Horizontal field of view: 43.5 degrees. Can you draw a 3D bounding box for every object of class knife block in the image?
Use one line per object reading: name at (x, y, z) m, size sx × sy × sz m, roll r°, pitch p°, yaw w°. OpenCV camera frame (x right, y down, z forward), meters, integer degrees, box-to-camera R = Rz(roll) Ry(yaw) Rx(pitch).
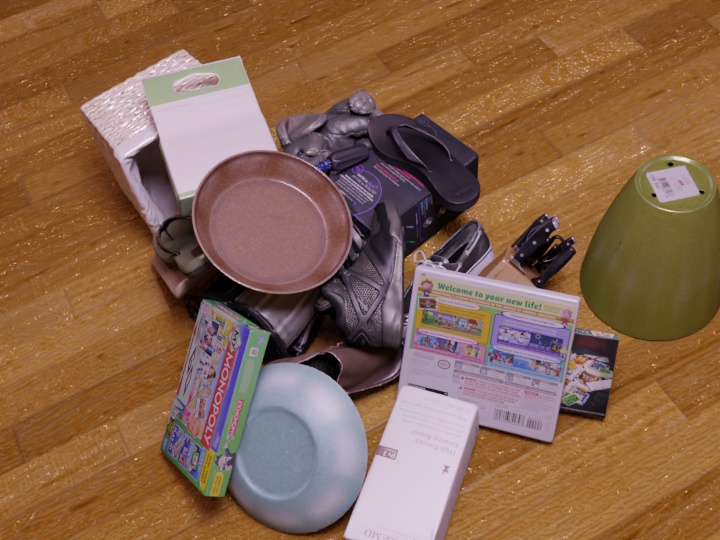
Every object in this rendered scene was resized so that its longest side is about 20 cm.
knife block at (0.184, 0.022, 1.127) m, size 0.064 × 0.176 × 0.200 m, roll 42°, pitch 66°, yaw 2°

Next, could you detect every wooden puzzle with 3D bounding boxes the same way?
wooden puzzle at (-0.201, -0.046, 1.250) m, size 0.185 × 0.037 × 0.200 m, roll -43°, pitch 25°, yaw -6°

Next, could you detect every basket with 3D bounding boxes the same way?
basket at (-0.275, -0.181, 1.333) m, size 0.200 × 0.198 × 0.161 m, roll -36°, pitch 53°, yaw -17°

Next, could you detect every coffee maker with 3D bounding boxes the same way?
coffee maker at (-0.114, 0.001, 1.213) m, size 0.192 × 0.135 × 0.200 m, roll 27°, pitch 61°, yaw 25°

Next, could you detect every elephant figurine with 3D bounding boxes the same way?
elephant figurine at (-0.062, -0.180, 1.334) m, size 0.200 × 0.155 × 0.142 m, roll -27°, pitch 80°, yaw -19°

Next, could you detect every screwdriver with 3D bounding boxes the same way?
screwdriver at (-0.075, -0.129, 1.221) m, size 0.200 × 0.028 × 0.029 m, roll -27°, pitch 47°, yaw -22°

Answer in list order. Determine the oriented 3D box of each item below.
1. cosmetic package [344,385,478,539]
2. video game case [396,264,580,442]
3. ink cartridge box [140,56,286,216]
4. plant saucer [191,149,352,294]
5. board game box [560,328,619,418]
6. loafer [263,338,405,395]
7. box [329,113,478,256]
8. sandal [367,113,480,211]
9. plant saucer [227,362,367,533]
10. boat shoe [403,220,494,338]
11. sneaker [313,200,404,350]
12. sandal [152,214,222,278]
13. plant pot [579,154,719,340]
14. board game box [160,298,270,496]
cosmetic package at (0.064, 0.244, 1.049) m, size 0.101 × 0.074 × 0.200 m, roll 12°, pitch 55°, yaw 17°
video game case at (0.151, 0.100, 1.096) m, size 0.199 × 0.183 × 0.022 m, roll 12°, pitch 16°, yaw 16°
ink cartridge box at (-0.198, -0.182, 1.203) m, size 0.145 × 0.048 × 0.200 m, roll -17°, pitch 64°, yaw -14°
plant saucer at (-0.110, -0.055, 1.113) m, size 0.200 × 0.037 × 0.201 m, roll 8°, pitch 62°, yaw -16°
board game box at (0.208, 0.113, 1.110) m, size 0.199 × 0.105 × 0.023 m, roll 10°, pitch 18°, yaw 12°
loafer at (-0.024, 0.127, 1.121) m, size 0.200 × 0.071 × 0.073 m, roll -15°, pitch 89°, yaw -18°
box at (0.058, -0.109, 1.287) m, size 0.200 × 0.106 × 0.122 m, roll -37°, pitch 60°, yaw -19°
sandal at (0.089, -0.160, 1.228) m, size 0.076 × 0.043 × 0.200 m, roll -38°, pitch 60°, yaw -20°
plant saucer at (-0.090, 0.208, 1.045) m, size 0.200 × 0.039 × 0.202 m, roll 0°, pitch 89°, yaw 23°
boat shoe at (0.103, 0.007, 1.208) m, size 0.199 × 0.068 × 0.074 m, roll -39°, pitch 37°, yaw -20°
sneaker at (0.000, 0.000, 1.132) m, size 0.114 × 0.076 × 0.200 m, roll 3°, pitch 69°, yaw 0°
sandal at (-0.229, -0.044, 1.173) m, size 0.080 × 0.057 × 0.201 m, roll -46°, pitch 25°, yaw -11°
plant pot at (0.380, -0.043, 1.136) m, size 0.187 × 0.200 × 0.188 m, roll -4°, pitch 54°, yaw 5°
board game box at (-0.176, 0.148, 1.075) m, size 0.134 × 0.029 × 0.201 m, roll 23°, pitch 98°, yaw 54°
